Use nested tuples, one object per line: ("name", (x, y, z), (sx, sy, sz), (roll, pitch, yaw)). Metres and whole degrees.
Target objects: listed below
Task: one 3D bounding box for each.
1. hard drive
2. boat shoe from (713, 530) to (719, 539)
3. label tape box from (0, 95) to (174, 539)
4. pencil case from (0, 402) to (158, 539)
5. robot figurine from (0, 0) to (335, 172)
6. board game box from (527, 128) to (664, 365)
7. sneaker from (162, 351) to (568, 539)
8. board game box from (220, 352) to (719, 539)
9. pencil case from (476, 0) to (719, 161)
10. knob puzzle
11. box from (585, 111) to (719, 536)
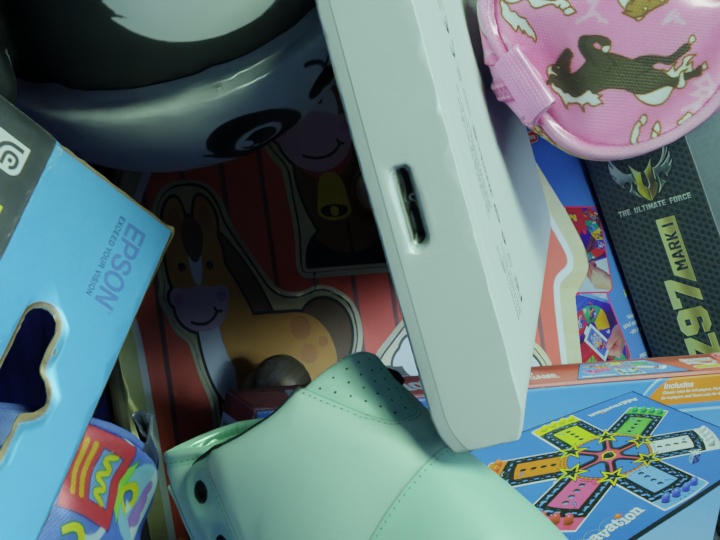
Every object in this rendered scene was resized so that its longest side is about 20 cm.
("hard drive", (0.025, -0.042, 0.729), (0.200, 0.027, 0.132), (-67, 143, -73))
("boat shoe", (0.178, 0.176, 0.979), (0.074, 0.065, 0.202), (-40, 108, -47))
("label tape box", (-0.161, -0.007, 0.642), (0.200, 0.063, 0.144), (39, 52, -24))
("pencil case", (-0.101, 0.132, 0.672), (0.087, 0.078, 0.200), (42, 48, -56))
("robot figurine", (-0.066, -0.121, 0.722), (0.125, 0.150, 0.200), (-105, 180, -49))
("board game box", (0.105, 0.000, 0.969), (0.200, 0.045, 0.135), (-17, 91, -49))
("sneaker", (-0.023, 0.109, 0.719), (0.118, 0.200, 0.074), (50, 33, 17))
("board game box", (0.037, 0.082, 0.818), (0.200, 0.019, 0.103), (-2, 111, -35))
("pencil case", (0.089, -0.084, 0.802), (0.200, 0.083, 0.087), (-37, 146, -77))
("knob puzzle", (0.000, 0.000, 0.825), (0.219, 0.030, 0.220), (7, 77, -32))
("box", (0.180, -0.006, 0.980), (0.200, 0.051, 0.158), (-26, 98, -48))
